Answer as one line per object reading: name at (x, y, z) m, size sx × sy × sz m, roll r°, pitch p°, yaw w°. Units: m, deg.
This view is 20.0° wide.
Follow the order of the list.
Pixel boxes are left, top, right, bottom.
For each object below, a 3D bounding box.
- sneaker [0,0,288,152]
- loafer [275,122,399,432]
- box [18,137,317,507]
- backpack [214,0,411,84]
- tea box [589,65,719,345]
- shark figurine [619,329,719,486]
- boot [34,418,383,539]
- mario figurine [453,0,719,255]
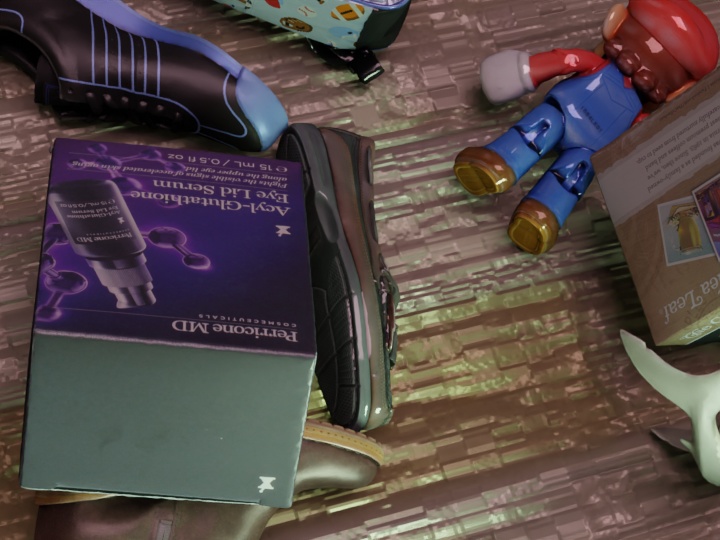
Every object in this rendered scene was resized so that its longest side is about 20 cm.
sneaker at (-0.144, -0.115, 1.239) m, size 0.200 × 0.070 × 0.078 m, roll 30°, pitch 68°, yaw 6°
loafer at (0.000, 0.000, 1.228) m, size 0.063 × 0.072 × 0.200 m, roll -2°, pitch 66°, yaw -25°
box at (-0.104, 0.025, 1.115) m, size 0.148 × 0.104 × 0.200 m, roll 5°, pitch 32°, yaw -9°
backpack at (-0.046, -0.245, 1.277) m, size 0.190 × 0.154 × 0.200 m, roll 13°, pitch 68°, yaw 2°
tea box at (0.285, -0.054, 1.223) m, size 0.197 × 0.200 × 0.134 m, roll -2°, pitch 67°, yaw -41°
shark figurine at (0.210, 0.096, 1.227) m, size 0.089 × 0.214 × 0.128 m, roll 15°, pitch 94°, yaw 32°
boot at (-0.086, 0.163, 1.152) m, size 0.200 × 0.072 × 0.167 m, roll 5°, pitch 81°, yaw -17°
mario figurine at (0.151, -0.100, 1.318) m, size 0.200 × 0.124 × 0.106 m, roll -43°, pitch 41°, yaw -18°
